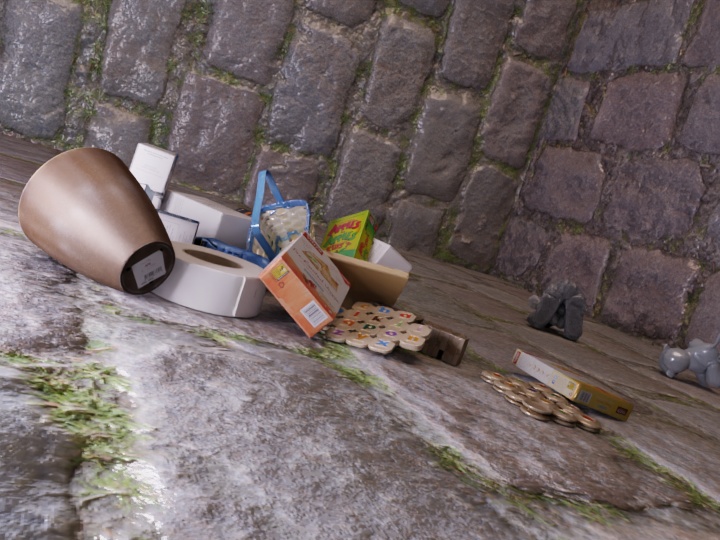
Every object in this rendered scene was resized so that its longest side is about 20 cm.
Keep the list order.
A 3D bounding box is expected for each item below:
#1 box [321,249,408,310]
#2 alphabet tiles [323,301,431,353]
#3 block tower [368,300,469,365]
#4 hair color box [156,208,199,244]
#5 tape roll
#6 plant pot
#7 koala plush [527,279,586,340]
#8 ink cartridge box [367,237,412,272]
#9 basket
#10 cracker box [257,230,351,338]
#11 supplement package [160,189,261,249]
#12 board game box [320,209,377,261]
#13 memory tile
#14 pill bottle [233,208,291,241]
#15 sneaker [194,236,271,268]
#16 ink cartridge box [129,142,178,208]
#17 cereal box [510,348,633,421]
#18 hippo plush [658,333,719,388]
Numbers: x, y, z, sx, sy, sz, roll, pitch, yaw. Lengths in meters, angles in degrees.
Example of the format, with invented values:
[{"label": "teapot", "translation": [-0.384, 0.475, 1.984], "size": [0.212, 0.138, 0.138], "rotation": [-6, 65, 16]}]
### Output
[{"label": "box", "translation": [-0.022, 0.029, 1.382], "size": [0.200, 0.021, 0.164], "rotation": [15, -38, -8]}, {"label": "alphabet tiles", "translation": [0.021, 0.100, 1.237], "size": [0.199, 0.015, 0.196], "rotation": [12, 18, 14]}, {"label": "block tower", "translation": [0.105, 0.118, 1.336], "size": [0.200, 0.058, 0.054], "rotation": [23, 8, 22]}, {"label": "hair color box", "translation": [-0.412, -0.072, 1.307], "size": [0.200, 0.100, 0.061], "rotation": [17, 6, -12]}, {"label": "tape roll", "translation": [-0.254, 0.012, 1.168], "size": [0.202, 0.071, 0.202], "rotation": [18, 6, -2]}, {"label": "plant pot", "translation": [-0.374, -0.056, 1.054], "size": [0.200, 0.187, 0.187], "rotation": [37, 15, 27]}, {"label": "koala plush", "translation": [0.650, 0.126, 2.330], "size": [0.177, 0.184, 0.200], "rotation": [19, -5, 4]}, {"label": "ink cartridge box", "translation": [0.000, 0.000, 1.553], "size": [0.084, 0.145, 0.200], "rotation": [42, -6, -29]}, {"label": "basket", "translation": [-0.170, -0.082, 1.441], "size": [0.139, 0.177, 0.200], "rotation": [-7, -43, 12]}, {"label": "cracker box", "translation": [-0.090, 0.018, 1.209], "size": [0.134, 0.058, 0.200], "rotation": [50, 15, -8]}, {"label": "supplement package", "translation": [-0.338, -0.087, 1.538], "size": [0.200, 0.122, 0.120], "rotation": [24, 8, 37]}, {"label": "board game box", "translation": [-0.035, -0.039, 1.484], "size": [0.101, 0.200, 0.048], "rotation": [-15, -54, 27]}, {"label": "memory tile", "translation": [0.303, 0.219, 1.196], "size": [0.153, 0.017, 0.200], "rotation": [16, 7, -18]}, {"label": "pill bottle", "translation": [-0.262, -0.087, 1.819], "size": [0.200, 0.106, 0.106], "rotation": [24, 9, 38]}, {"label": "sneaker", "translation": [-0.267, -0.023, 1.365], "size": [0.200, 0.066, 0.078], "rotation": [16, -14, 23]}, {"label": "ink cartridge box", "translation": [-0.477, -0.176, 1.552], "size": [0.086, 0.200, 0.146], "rotation": [18, 7, -14]}, {"label": "cereal box", "translation": [0.399, 0.215, 1.339], "size": [0.144, 0.040, 0.200], "rotation": [22, 5, -25]}, {"label": "hippo plush", "translation": [1.000, 0.291, 2.127], "size": [0.160, 0.160, 0.200], "rotation": [-12, -11, 3]}]
